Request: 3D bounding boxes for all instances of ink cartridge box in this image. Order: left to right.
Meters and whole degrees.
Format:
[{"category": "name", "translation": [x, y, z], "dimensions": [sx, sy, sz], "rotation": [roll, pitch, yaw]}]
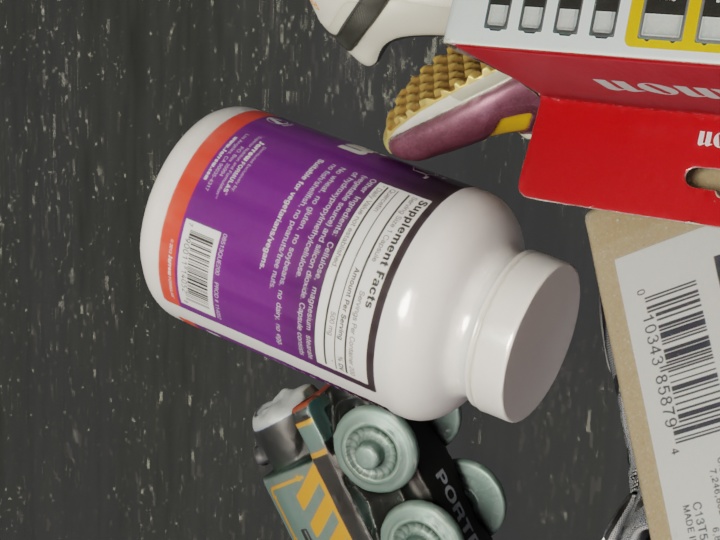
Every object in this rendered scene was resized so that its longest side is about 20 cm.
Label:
[{"category": "ink cartridge box", "translation": [0.141, -0.109, 0.617], "dimensions": [0.199, 0.084, 0.177], "rotation": [10, 85, 38]}, {"category": "ink cartridge box", "translation": [0.192, 0.048, 0.647], "dimensions": [0.164, 0.075, 0.202], "rotation": [-22, 66, 31]}]

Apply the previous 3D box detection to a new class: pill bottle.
[{"category": "pill bottle", "translation": [0.000, 0.000, 0.778], "dimensions": [0.199, 0.112, 0.113], "rotation": [22, 109, 26]}]

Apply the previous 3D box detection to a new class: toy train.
[{"category": "toy train", "translation": [0.017, 0.140, 0.845], "dimensions": [0.113, 0.085, 0.201], "rotation": [-25, 94, 30]}]

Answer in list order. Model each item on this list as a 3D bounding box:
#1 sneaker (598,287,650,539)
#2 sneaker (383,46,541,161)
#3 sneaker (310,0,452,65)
[{"category": "sneaker", "translation": [0.149, 0.078, 0.765], "dimensions": [0.075, 0.114, 0.202], "rotation": [-13, 100, 28]}, {"category": "sneaker", "translation": [0.109, -0.083, 0.756], "dimensions": [0.199, 0.075, 0.091], "rotation": [-26, 111, 13]}, {"category": "sneaker", "translation": [0.063, -0.162, 0.773], "dimensions": [0.198, 0.074, 0.080], "rotation": [-17, 125, 16]}]
